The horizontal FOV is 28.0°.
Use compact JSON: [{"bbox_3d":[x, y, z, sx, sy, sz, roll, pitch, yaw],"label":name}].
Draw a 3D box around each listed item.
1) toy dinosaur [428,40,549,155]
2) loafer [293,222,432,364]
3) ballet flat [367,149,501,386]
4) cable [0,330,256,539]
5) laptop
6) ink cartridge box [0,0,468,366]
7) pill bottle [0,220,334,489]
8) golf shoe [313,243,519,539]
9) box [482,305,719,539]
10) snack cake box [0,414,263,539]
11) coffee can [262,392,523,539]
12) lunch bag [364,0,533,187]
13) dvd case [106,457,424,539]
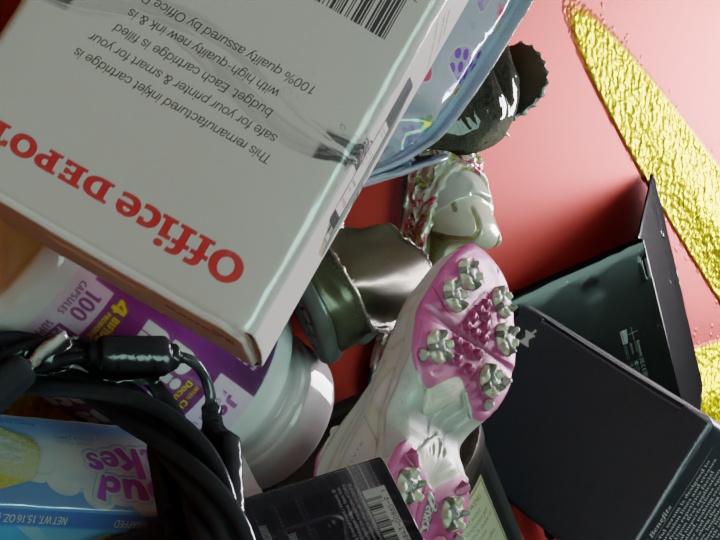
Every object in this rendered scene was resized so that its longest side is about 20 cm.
[{"bbox_3d":[0.061,-0.112,0.860,0.102,0.077,0.200,43,29,-5],"label":"toy dinosaur"},{"bbox_3d":[0.000,0.000,0.780,0.076,0.069,0.200,60,8,3],"label":"loafer"},{"bbox_3d":[0.056,-0.001,0.904,0.075,0.063,0.203,17,79,-42],"label":"ballet flat"},{"bbox_3d":[-0.118,0.096,0.549,0.161,0.051,0.202,16,42,-21],"label":"cable"},{"bbox_3d":[0.180,0.060,1.071,0.198,0.116,0.189,-22,110,-12],"label":"laptop"},{"bbox_3d":[-0.055,-0.085,0.587,0.144,0.084,0.201,29,79,5],"label":"ink cartridge box"},{"bbox_3d":[-0.104,0.029,0.710,0.200,0.111,0.113,40,65,-38],"label":"pill bottle"},{"bbox_3d":[0.018,0.072,0.721,0.075,0.091,0.201,44,50,-28],"label":"golf shoe"},{"bbox_3d":[0.174,0.126,0.905,0.199,0.148,0.108,30,93,-49],"label":"box"},{"bbox_3d":[-0.151,0.129,0.638,0.198,0.067,0.116,9,116,-31],"label":"snack cake box"},{"bbox_3d":[0.032,0.190,0.832,0.146,0.145,0.202,-41,120,-35],"label":"coffee can"},{"bbox_3d":[-0.026,-0.106,0.741,0.127,0.168,0.201,49,58,-28],"label":"lunch bag"},{"bbox_3d":[-0.053,0.161,0.570,0.198,0.149,0.016,-14,139,-19],"label":"dvd case"}]
